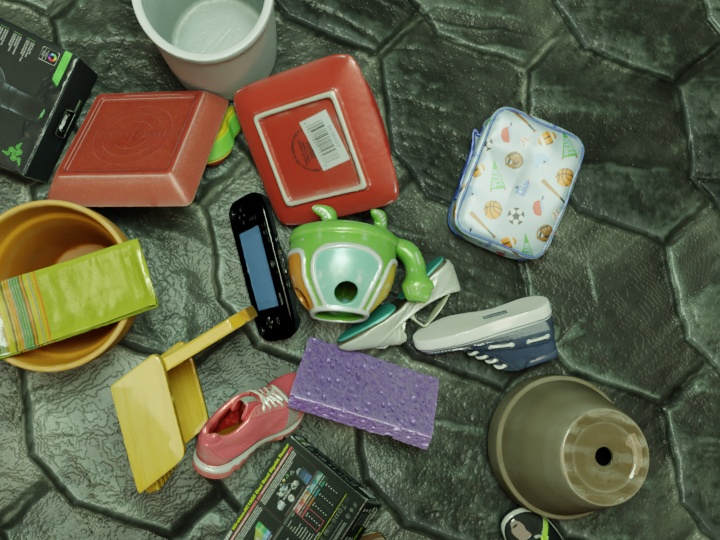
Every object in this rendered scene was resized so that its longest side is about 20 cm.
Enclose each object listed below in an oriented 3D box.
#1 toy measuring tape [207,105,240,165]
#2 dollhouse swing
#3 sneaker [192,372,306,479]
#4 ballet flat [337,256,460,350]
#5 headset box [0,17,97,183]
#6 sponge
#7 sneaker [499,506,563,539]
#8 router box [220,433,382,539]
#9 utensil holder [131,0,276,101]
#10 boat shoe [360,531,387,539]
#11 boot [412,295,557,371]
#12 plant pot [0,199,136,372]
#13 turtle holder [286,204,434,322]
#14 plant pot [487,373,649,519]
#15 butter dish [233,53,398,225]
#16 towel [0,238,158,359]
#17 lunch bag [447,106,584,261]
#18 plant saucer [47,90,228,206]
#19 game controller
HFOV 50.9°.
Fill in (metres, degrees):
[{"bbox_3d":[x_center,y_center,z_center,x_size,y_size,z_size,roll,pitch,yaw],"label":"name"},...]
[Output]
[{"bbox_3d":[-0.175,-0.193,1.045,0.198,0.074,0.074,-18,90,-4],"label":"toy measuring tape"},{"bbox_3d":[-0.200,0.157,0.974,0.174,0.200,0.184,-15,90,-4],"label":"dollhouse swing"},{"bbox_3d":[-0.134,0.189,0.996,0.073,0.087,0.200,33,48,24],"label":"sneaker"},{"bbox_3d":[0.061,0.063,1.062,0.199,0.069,0.070,-38,91,-7],"label":"ballet flat"},{"bbox_3d":[-0.478,-0.235,1.018,0.198,0.093,0.176,26,88,-3],"label":"headset box"},{"bbox_3d":[0.008,0.166,1.037,0.198,0.112,0.030,18,130,-2],"label":"sponge"},{"bbox_3d":[0.276,0.417,1.055,0.072,0.083,0.201,-39,91,-4],"label":"sneaker"},{"bbox_3d":[-0.087,0.347,1.012,0.149,0.062,0.201,32,87,30],"label":"router box"},{"bbox_3d":[-0.189,-0.322,0.981,0.168,0.200,0.172,0,86,-3],"label":"utensil holder"},{"bbox_3d":[-0.037,0.444,1.041,0.199,0.074,0.076,-38,92,-3],"label":"boat shoe"},{"bbox_3d":[0.178,0.106,1.066,0.198,0.073,0.091,-14,109,7],"label":"boot"},{"bbox_3d":[-0.370,0.020,0.974,0.198,0.183,0.203,0,88,-3],"label":"plant pot"},{"bbox_3d":[-0.009,0.002,1.015,0.184,0.140,0.133,15,68,-34],"label":"turtle holder"},{"bbox_3d":[0.287,0.237,1.005,0.198,0.174,0.202,1,81,-6],"label":"plant pot"},{"bbox_3d":[-0.039,-0.184,1.024,0.198,0.148,0.202,-10,111,30],"label":"butter dish"},{"bbox_3d":[-0.341,0.033,0.875,0.198,0.018,0.087,-18,90,-4],"label":"towel"},{"bbox_3d":[0.215,-0.125,1.069,0.159,0.076,0.202,21,88,0],"label":"lunch bag"},{"bbox_3d":[-0.289,-0.167,0.979,0.197,0.037,0.201,1,51,11],"label":"plant saucer"},{"bbox_3d":[-0.132,-0.004,1.032,0.042,0.104,0.202,-15,89,-26],"label":"game controller"}]
